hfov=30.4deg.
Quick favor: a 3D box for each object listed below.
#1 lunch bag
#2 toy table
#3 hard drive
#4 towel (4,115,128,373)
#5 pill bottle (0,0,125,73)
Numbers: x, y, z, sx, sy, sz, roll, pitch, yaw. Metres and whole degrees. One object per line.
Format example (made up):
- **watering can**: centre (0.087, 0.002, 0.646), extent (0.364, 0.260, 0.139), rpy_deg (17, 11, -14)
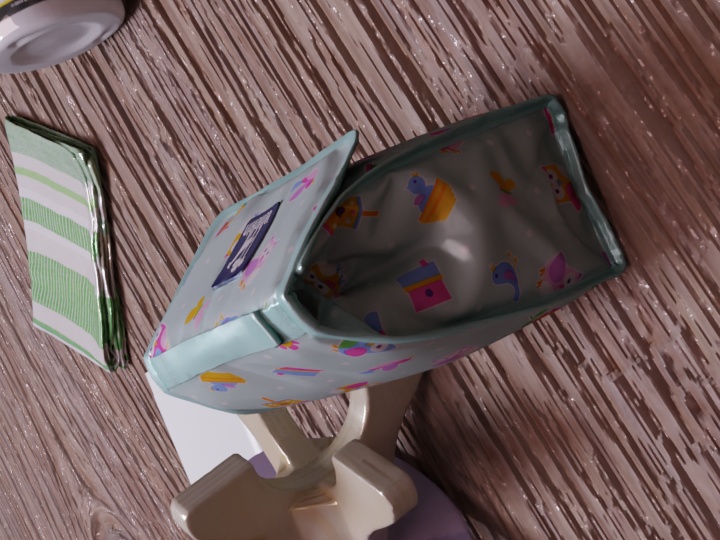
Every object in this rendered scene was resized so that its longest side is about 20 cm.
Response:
- **lunch bag**: centre (0.000, 0.000, 0.672), extent (0.170, 0.200, 0.122), rpy_deg (-23, 89, 55)
- **toy table**: centre (-0.019, 0.130, 0.802), extent (0.200, 0.184, 0.117), rpy_deg (17, 137, 38)
- **hard drive**: centre (-0.094, 0.154, 1.018), extent (0.132, 0.026, 0.200), rpy_deg (-29, 83, 54)
- **towel**: centre (-0.257, -0.023, 1.143), extent (0.152, 0.023, 0.200), rpy_deg (22, 124, 46)
- **pill bottle**: centre (-0.255, -0.253, 0.952), extent (0.111, 0.111, 0.200), rpy_deg (-26, 85, 54)
